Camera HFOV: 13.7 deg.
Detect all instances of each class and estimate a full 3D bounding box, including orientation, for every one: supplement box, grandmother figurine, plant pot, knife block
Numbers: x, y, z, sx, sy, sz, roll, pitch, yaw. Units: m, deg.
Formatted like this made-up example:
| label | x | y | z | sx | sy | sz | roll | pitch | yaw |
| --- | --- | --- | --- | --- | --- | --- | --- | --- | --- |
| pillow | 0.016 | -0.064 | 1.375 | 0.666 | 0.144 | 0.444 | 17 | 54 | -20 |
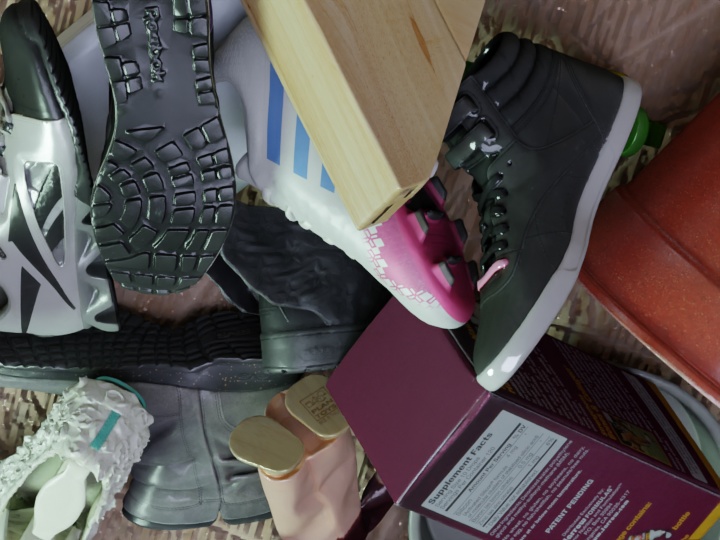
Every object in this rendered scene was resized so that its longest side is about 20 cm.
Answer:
| label | x | y | z | sx | sy | sz | roll | pitch | yaw |
| --- | --- | --- | --- | --- | --- | --- | --- | --- | --- |
| supplement box | 0.093 | 0.094 | 1.645 | 0.200 | 0.110 | 0.086 | 25 | 112 | -37 |
| grandmother figurine | -0.021 | 0.140 | 1.720 | 0.121 | 0.061 | 0.200 | -27 | 145 | -14 |
| plant pot | 0.240 | -0.027 | 1.640 | 0.201 | 0.201 | 0.195 | 36 | 99 | -24 |
| knife block | -0.028 | -0.143 | 1.525 | 0.175 | 0.200 | 0.064 | 23 | 154 | -11 |

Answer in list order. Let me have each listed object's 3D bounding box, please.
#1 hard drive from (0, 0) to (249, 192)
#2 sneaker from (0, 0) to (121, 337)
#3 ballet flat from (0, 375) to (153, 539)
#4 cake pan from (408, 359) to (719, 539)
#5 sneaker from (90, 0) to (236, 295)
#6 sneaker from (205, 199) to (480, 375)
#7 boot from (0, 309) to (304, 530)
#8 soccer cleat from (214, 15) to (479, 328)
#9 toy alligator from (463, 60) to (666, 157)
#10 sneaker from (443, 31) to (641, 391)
| label | x | y | z | sx | sy | sz | roll | pitch | yaw |
| --- | --- | --- | --- | --- | --- | --- | --- | --- | --- |
| hard drive | -0.098 | -0.098 | 1.631 | 0.200 | 0.027 | 0.132 | -38 | 116 | 11 |
| sneaker | -0.184 | -0.047 | 1.588 | 0.088 | 0.074 | 0.201 | -9 | 120 | -3 |
| ballet flat | -0.174 | 0.129 | 1.672 | 0.072 | 0.072 | 0.200 | 13 | 143 | -15 |
| cake pan | 0.125 | 0.135 | 1.783 | 0.200 | 0.037 | 0.201 | -4 | 118 | -7 |
| sneaker | -0.100 | -0.088 | 1.567 | 0.075 | 0.088 | 0.201 | 3 | 114 | 0 |
| sneaker | -0.002 | 0.000 | 1.671 | 0.199 | 0.060 | 0.105 | -8 | 88 | -33 |
| boot | -0.128 | 0.091 | 1.706 | 0.199 | 0.070 | 0.132 | 5 | 122 | -6 |
| soccer cleat | -0.013 | -0.046 | 1.587 | 0.086 | 0.070 | 0.200 | -33 | 83 | 20 |
| toy alligator | 0.090 | -0.092 | 1.632 | 0.199 | 0.054 | 0.059 | 14 | 96 | -26 |
| sneaker | 0.070 | -0.037 | 1.553 | 0.099 | 0.200 | 0.071 | 28 | 152 | -11 |
